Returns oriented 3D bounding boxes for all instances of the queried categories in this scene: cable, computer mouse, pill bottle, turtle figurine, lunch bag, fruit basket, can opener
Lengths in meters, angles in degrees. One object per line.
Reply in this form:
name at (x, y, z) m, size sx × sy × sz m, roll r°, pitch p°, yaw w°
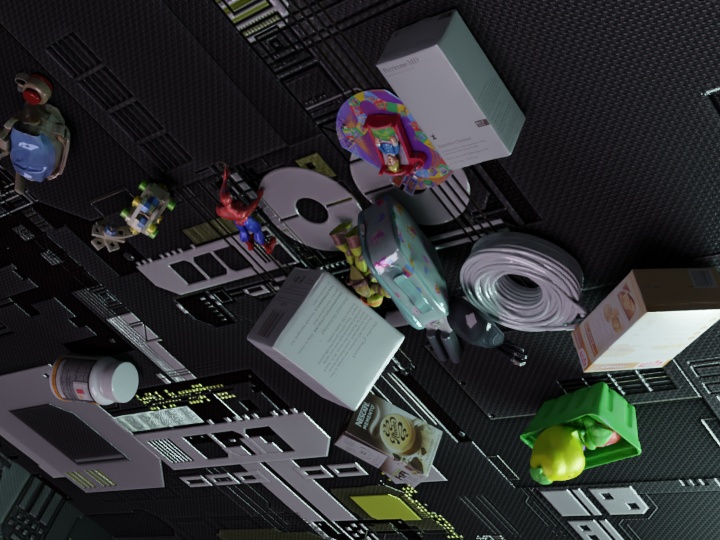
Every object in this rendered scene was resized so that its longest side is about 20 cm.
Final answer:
cable at (0.261, 0.018, 1.683) m, size 0.198 × 0.070 × 0.200 m, roll -9°, pitch 133°, yaw 40°
computer mouse at (0.196, 0.102, 1.747) m, size 0.138 × 0.053 × 0.200 m, roll 38°, pitch 179°, yaw 32°
pill bottle at (-0.635, 0.260, 2.488) m, size 0.197 × 0.117 × 0.117 m, roll 2°, pitch 139°, yaw 30°
turtle figurine at (0.000, 0.000, 1.785) m, size 0.163 × 0.064 × 0.200 m, roll 66°, pitch 169°, yaw -21°
lunch bag at (0.067, -0.011, 1.671) m, size 0.076 × 0.162 × 0.200 m, roll -26°, pitch 128°, yaw 19°
fruit basket at (0.384, 0.318, 1.879) m, size 0.155 × 0.217 × 0.215 m, roll 37°, pitch 143°, yaw -18°
can opener at (0.148, 0.104, 1.875) m, size 0.052 × 0.067 × 0.201 m, roll 9°, pitch 151°, yaw 23°

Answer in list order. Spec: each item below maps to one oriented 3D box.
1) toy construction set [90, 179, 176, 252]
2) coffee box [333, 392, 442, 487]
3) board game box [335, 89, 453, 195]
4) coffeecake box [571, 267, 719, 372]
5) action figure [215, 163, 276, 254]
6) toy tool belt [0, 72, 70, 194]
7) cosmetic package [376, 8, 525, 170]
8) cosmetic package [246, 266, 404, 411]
toy construction set at (-0.401, -0.092, 1.882) m, size 0.092 × 0.132 × 0.199 m, roll 42°, pitch 142°, yaw -23°
coffee box at (0.058, 0.352, 2.192) m, size 0.198 × 0.114 × 0.080 m, roll 28°, pitch 145°, yaw -6°
board game box at (0.050, -0.184, 1.573) m, size 0.198 × 0.039 × 0.158 m, roll 30°, pitch 144°, yaw -8°
coffeecake box at (0.439, 0.078, 1.591) m, size 0.151 × 0.074 × 0.201 m, roll -2°, pitch 150°, yaw -20°
action figure at (-0.196, -0.110, 1.808) m, size 0.064 × 0.100 × 0.200 m, roll 8°, pitch 164°, yaw 17°
toy tool belt at (-0.576, -0.231, 1.816) m, size 0.123 × 0.124 × 0.201 m, roll 21°, pitch 144°, yaw 4°
cosmetic package at (0.125, -0.243, 1.419) m, size 0.112 × 0.082 × 0.200 m, roll -11°, pitch 132°, yaw 42°
cosmetic package at (-0.066, 0.120, 1.883) m, size 0.199 × 0.167 × 0.167 m, roll 39°, pitch 167°, yaw -20°
